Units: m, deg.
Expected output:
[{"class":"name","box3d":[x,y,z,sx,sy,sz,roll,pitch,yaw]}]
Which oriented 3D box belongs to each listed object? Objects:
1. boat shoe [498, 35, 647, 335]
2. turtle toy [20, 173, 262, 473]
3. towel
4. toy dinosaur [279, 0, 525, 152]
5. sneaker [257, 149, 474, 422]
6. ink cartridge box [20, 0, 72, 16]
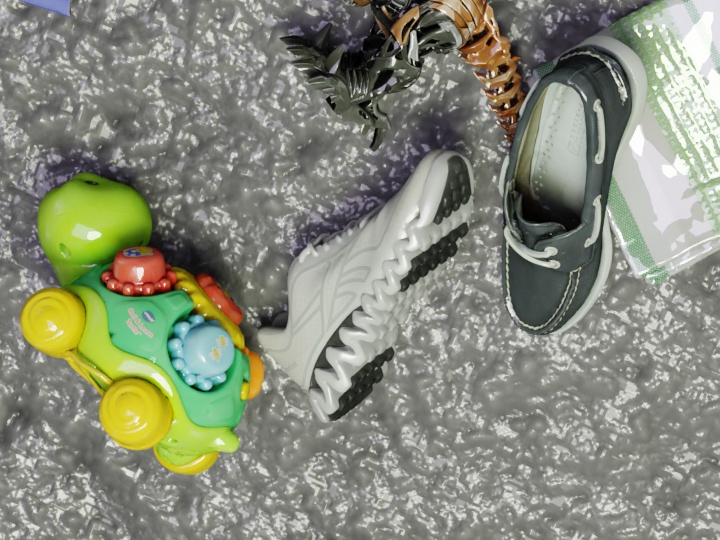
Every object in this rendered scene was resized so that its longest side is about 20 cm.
[{"class":"boat shoe","box3d":[0.110,-0.041,1.398,0.076,0.060,0.200,25,126,26]},{"class":"turtle toy","box3d":[-0.133,0.031,1.455,0.101,0.146,0.200,-42,73,0]},{"class":"towel","box3d":[0.215,-0.096,1.400,0.200,0.031,0.149,-28,98,18]},{"class":"toy dinosaur","box3d":[0.029,-0.146,1.400,0.136,0.102,0.200,-41,83,4]},{"class":"sneaker","box3d":[0.000,0.000,1.442,0.081,0.075,0.200,41,124,15]},{"class":"ink cartridge box","box3d":[-0.179,-0.249,1.423,0.136,0.076,0.200,18,106,8]}]
